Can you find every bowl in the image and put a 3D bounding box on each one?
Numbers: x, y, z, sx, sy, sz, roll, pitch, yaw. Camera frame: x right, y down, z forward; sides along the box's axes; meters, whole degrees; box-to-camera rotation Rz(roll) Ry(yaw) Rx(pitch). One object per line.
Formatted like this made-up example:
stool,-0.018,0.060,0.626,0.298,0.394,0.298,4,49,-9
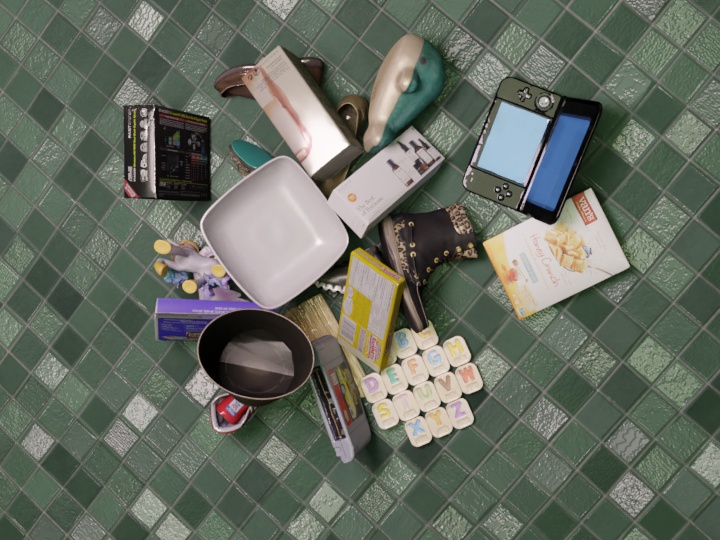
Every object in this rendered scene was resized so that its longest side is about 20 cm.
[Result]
bowl,-0.142,-0.059,1.494,0.199,0.075,0.200,-39,99,-11

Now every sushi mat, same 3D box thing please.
sushi mat,-0.061,0.148,1.616,0.095,0.012,0.202,-30,86,12

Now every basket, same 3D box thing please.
basket,-0.169,0.151,1.476,0.178,0.200,0.138,11,74,-4

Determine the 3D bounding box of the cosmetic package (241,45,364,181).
cosmetic package,-0.092,-0.252,1.490,0.087,0.103,0.201,-37,81,11

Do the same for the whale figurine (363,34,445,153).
whale figurine,0.072,-0.280,1.497,0.103,0.159,0.202,23,80,-12

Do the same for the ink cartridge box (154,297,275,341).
ink cartridge box,-0.242,0.079,1.529,0.195,0.200,0.044,2,74,-12

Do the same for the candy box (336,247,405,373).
candy box,0.014,0.068,1.513,0.102,0.026,0.202,33,134,25

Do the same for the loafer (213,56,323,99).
loafer,-0.158,-0.319,1.584,0.197,0.073,0.072,-7,90,13

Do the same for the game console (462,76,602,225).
game console,0.269,-0.196,1.470,0.174,0.116,0.202,23,97,11

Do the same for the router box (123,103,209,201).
router box,-0.327,-0.196,1.563,0.061,0.200,0.152,2,93,17

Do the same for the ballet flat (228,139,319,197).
ballet flat,-0.155,-0.160,1.586,0.199,0.068,0.076,25,123,29

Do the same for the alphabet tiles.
alphabet tiles,0.104,0.193,1.573,0.198,0.015,0.198,-24,87,10

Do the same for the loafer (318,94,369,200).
loafer,-0.047,-0.206,1.567,0.075,0.067,0.202,19,97,11

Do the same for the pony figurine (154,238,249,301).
pony figurine,-0.261,-0.007,1.579,0.191,0.200,0.168,22,97,-3

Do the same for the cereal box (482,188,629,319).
cereal box,0.319,-0.027,1.505,0.198,0.039,0.145,-28,87,13

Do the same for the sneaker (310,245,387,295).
sneaker,0.000,0.000,1.570,0.197,0.066,0.092,7,92,9

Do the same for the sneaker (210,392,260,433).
sneaker,-0.188,0.201,1.593,0.071,0.112,0.201,36,103,9

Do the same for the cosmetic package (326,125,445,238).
cosmetic package,0.043,-0.148,1.500,0.082,0.051,0.200,43,61,8

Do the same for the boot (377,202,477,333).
boot,0.121,-0.011,1.509,0.149,0.073,0.202,-15,75,-9

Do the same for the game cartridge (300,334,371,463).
game cartridge,-0.038,0.209,1.539,0.040,0.133,0.202,-20,89,11
